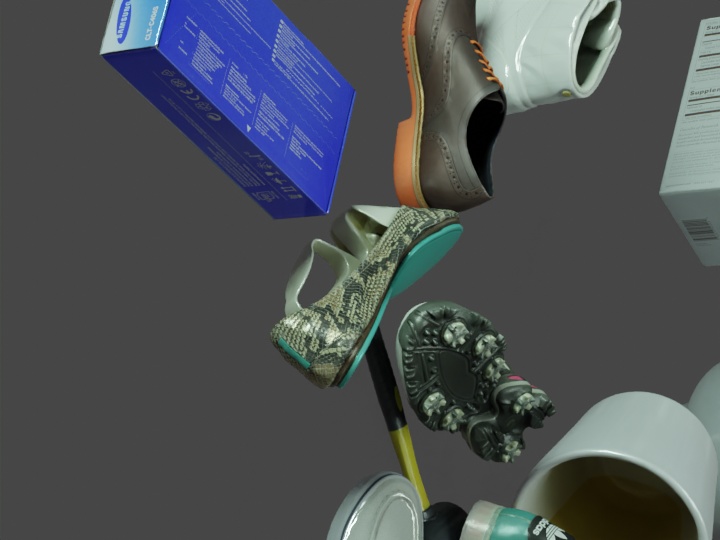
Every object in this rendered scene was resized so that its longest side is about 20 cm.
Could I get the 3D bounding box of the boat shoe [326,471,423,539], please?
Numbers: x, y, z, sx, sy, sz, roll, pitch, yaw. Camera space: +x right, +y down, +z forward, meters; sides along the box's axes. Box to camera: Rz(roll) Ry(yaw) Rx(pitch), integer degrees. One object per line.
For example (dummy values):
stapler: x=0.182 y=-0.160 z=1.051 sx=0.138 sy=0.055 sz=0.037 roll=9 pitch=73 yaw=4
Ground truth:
boat shoe: x=0.013 y=0.219 z=1.480 sx=0.071 sy=0.070 sz=0.200 roll=33 pitch=59 yaw=-29

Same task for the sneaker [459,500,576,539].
sneaker: x=0.105 y=0.256 z=1.599 sx=0.071 sy=0.080 sz=0.200 roll=-41 pitch=139 yaw=-54

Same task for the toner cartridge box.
toner cartridge box: x=-0.076 y=-0.119 z=1.415 sx=0.200 sy=0.043 sz=0.095 roll=44 pitch=49 yaw=-48

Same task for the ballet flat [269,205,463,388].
ballet flat: x=0.000 y=0.000 z=1.507 sx=0.075 sy=0.068 sz=0.200 roll=36 pitch=41 yaw=4

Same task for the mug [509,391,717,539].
mug: x=0.191 y=0.177 z=1.765 sx=0.149 sy=0.187 sz=0.153 roll=44 pitch=31 yaw=-4

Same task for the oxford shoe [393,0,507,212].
oxford shoe: x=0.073 y=-0.134 z=1.634 sx=0.071 sy=0.072 sz=0.200 roll=23 pitch=67 yaw=-55

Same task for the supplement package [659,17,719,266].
supplement package: x=0.350 y=-0.118 z=2.055 sx=0.114 sy=0.109 sz=0.200 roll=52 pitch=45 yaw=-42

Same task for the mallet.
mallet: x=0.032 y=0.110 z=1.576 sx=0.066 sy=0.041 sz=0.200 roll=-21 pitch=100 yaw=-59

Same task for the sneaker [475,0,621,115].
sneaker: x=0.146 y=-0.200 z=1.726 sx=0.074 sy=0.115 sz=0.200 roll=45 pitch=48 yaw=-45

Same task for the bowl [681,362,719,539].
bowl: x=0.321 y=0.160 z=1.993 sx=0.201 sy=0.090 sz=0.201 roll=14 pitch=74 yaw=-58

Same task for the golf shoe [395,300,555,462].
golf shoe: x=0.056 y=0.065 z=1.563 sx=0.077 sy=0.088 sz=0.200 roll=-46 pitch=148 yaw=-4
